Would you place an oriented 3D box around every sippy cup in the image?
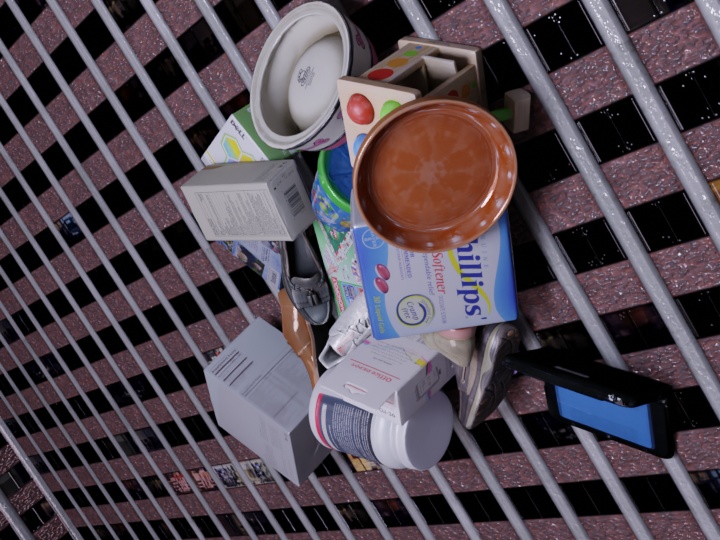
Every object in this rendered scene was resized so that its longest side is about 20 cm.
[{"bbox_3d":[-0.009,-0.119,1.601,0.130,0.138,0.180,132,126,-64],"label":"sippy cup"}]

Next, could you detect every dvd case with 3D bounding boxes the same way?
[{"bbox_3d":[-0.193,-0.069,1.926,0.199,0.018,0.143,37,141,22],"label":"dvd case"}]

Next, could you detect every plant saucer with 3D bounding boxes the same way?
[{"bbox_3d":[0.087,-0.115,1.356,0.032,0.198,0.202,-107,4,-59],"label":"plant saucer"}]

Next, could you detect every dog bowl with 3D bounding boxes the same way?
[{"bbox_3d":[-0.057,-0.248,1.507,0.199,0.073,0.202,-15,69,44],"label":"dog bowl"}]

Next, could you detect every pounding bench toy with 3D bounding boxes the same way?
[{"bbox_3d":[0.091,-0.189,1.400,0.199,0.156,0.125,17,132,37],"label":"pounding bench toy"}]

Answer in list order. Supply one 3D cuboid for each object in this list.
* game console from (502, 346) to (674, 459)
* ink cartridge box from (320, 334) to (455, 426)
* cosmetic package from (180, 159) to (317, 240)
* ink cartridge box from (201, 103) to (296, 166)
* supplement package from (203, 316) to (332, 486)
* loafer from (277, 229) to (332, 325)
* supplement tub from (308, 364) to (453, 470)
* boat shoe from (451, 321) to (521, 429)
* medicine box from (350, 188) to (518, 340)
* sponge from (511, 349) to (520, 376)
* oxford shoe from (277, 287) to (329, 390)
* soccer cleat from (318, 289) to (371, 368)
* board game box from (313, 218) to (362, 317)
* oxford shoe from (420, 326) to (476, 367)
[{"bbox_3d":[0.304,0.184,1.522,0.199,0.175,0.118,16,103,38],"label":"game console"},{"bbox_3d":[0.048,0.148,1.643,0.116,0.200,0.068,19,133,38],"label":"ink cartridge box"},{"bbox_3d":[-0.169,-0.105,1.726,0.199,0.071,0.106,4,127,42],"label":"cosmetic package"},{"bbox_3d":[-0.164,-0.190,1.757,0.104,0.059,0.200,51,144,1],"label":"ink cartridge box"},{"bbox_3d":[-0.142,0.228,1.990,0.199,0.147,0.192,33,150,24],"label":"supplement package"},{"bbox_3d":[-0.094,-0.004,1.798,0.063,0.071,0.202,-116,8,-80],"label":"loafer"},{"bbox_3d":[0.031,0.227,1.775,0.199,0.140,0.141,10,127,41],"label":"supplement tub"},{"bbox_3d":[0.172,0.138,1.622,0.073,0.074,0.201,39,134,31],"label":"boat shoe"},{"bbox_3d":[0.098,-0.022,1.498,0.198,0.103,0.184,-9,122,5],"label":"medicine box"},{"bbox_3d":[0.149,0.088,1.676,0.200,0.030,0.112,49,144,5],"label":"sponge"},{"bbox_3d":[-0.089,0.119,1.883,0.071,0.071,0.202,-16,84,24],"label":"oxford shoe"},{"bbox_3d":[-0.006,0.088,1.750,0.069,0.085,0.200,47,144,6],"label":"soccer cleat"},{"bbox_3d":[0.000,0.000,1.765,0.134,0.029,0.202,14,130,42],"label":"board game box"},{"bbox_3d":[0.092,0.072,1.604,0.200,0.070,0.075,40,139,55],"label":"oxford shoe"}]
